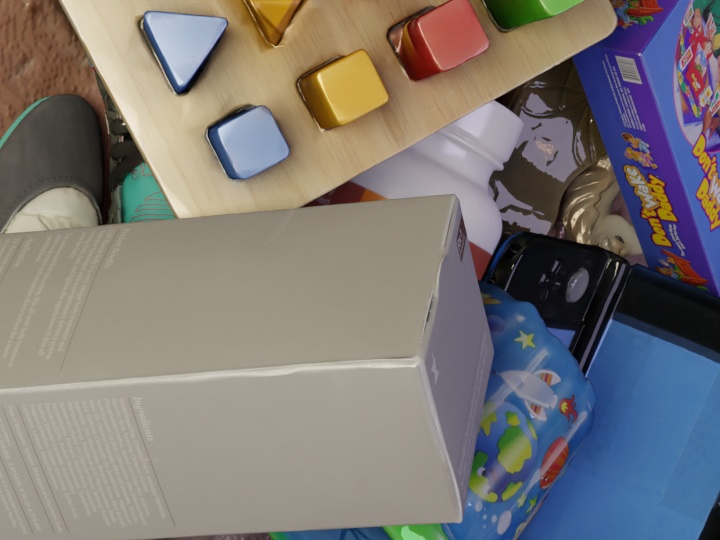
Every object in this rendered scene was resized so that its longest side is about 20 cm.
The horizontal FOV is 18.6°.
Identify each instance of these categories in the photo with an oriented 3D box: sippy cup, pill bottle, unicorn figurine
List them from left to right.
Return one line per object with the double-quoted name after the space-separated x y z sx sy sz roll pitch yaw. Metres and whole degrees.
0.000 0.000 1.072 0.112 0.112 0.201 26 89 -51 "pill bottle"
0.030 0.076 0.974 0.130 0.139 0.178 -43 140 -23 "sippy cup"
0.168 -0.087 1.258 0.137 0.074 0.201 -20 109 -32 "unicorn figurine"

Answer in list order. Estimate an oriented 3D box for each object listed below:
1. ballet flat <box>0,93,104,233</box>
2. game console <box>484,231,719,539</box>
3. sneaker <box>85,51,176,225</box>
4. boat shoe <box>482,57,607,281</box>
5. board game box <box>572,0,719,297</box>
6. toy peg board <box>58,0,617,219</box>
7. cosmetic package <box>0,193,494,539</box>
-0.151 0.021 0.948 0.073 0.073 0.201 35 82 -50 "ballet flat"
0.116 0.097 1.121 0.170 0.118 0.201 8 106 -62 "game console"
-0.081 -0.055 0.935 0.083 0.121 0.201 -13 133 2 "sneaker"
0.092 -0.077 1.175 0.072 0.067 0.200 41 77 -25 "boat shoe"
0.187 -0.091 1.175 0.135 0.045 0.200 -53 138 -27 "board game box"
-0.020 -0.138 0.852 0.199 0.098 0.201 -29 95 -6 "toy peg board"
-0.055 0.039 0.840 0.107 0.199 0.091 -72 155 -51 "cosmetic package"
